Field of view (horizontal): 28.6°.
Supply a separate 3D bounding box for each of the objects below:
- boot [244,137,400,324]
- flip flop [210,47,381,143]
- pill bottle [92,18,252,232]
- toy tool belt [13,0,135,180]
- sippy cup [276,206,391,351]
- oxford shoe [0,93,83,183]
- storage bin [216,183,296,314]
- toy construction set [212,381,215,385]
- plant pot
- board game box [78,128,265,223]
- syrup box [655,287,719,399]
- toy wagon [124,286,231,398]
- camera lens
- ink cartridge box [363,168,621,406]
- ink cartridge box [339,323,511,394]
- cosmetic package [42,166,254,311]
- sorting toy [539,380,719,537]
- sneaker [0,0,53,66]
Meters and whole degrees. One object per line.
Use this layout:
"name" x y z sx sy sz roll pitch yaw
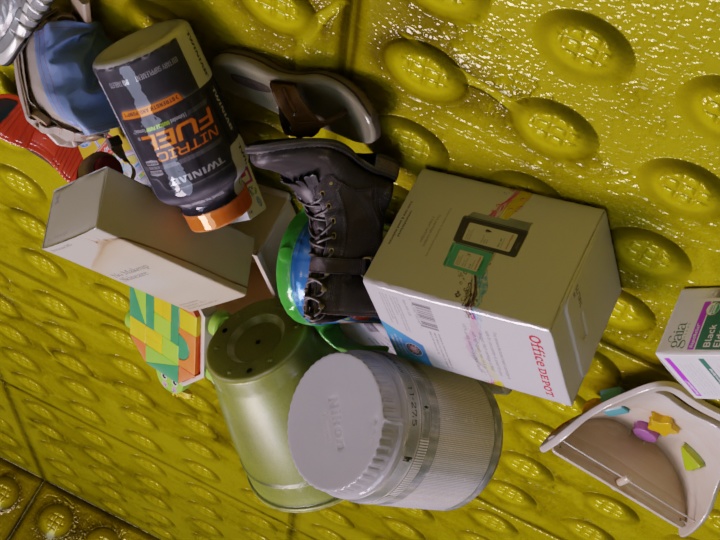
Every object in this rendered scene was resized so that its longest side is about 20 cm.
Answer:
"boot" -0.034 -0.035 1.376 0.199 0.175 0.069 10 177 -39
"flip flop" -0.068 -0.161 1.376 0.199 0.058 0.081 22 150 22
"pill bottle" -0.178 -0.139 1.410 0.106 0.106 0.201 1 124 45
"toy tool belt" -0.279 -0.180 1.455 0.123 0.125 0.201 -22 91 50
"sippy cup" 0.000 0.000 1.520 0.130 0.140 0.178 8 150 35
"oxford shoe" -0.359 -0.156 1.711 0.200 0.071 0.073 33 -176 -17
"storage bin" -0.159 -0.022 1.696 0.198 0.094 0.200 16 153 25
"toy construction set" -0.127 0.090 1.807 0.131 0.200 0.092 28 112 -2
"plant pot" -0.082 0.140 1.637 0.200 0.201 0.193 8 140 38
"board game box" -0.209 -0.108 1.544 0.199 0.034 0.135 -9 110 36
"syrup box" 0.384 0.068 1.316 0.199 0.079 0.081 -2 142 48
"toy wagon" -0.224 0.080 1.705 0.155 0.040 0.201 29 130 30
"camera lens" 0.042 0.172 1.512 0.199 0.161 0.159 14 171 -43
"ink cartridge box" 0.135 0.016 1.397 0.199 0.146 0.147 15 152 26
"ink cartridge box" 0.075 0.068 1.633 0.199 0.084 0.146 -2 142 47
"cosmetic package" -0.220 -0.029 1.491 0.199 0.073 0.103 25 152 -38
"sorting toy" 0.335 0.184 1.577 0.199 0.107 0.180 31 148 -4
"sneaker" -0.337 -0.289 1.337 0.115 0.075 0.200 35 127 -14
